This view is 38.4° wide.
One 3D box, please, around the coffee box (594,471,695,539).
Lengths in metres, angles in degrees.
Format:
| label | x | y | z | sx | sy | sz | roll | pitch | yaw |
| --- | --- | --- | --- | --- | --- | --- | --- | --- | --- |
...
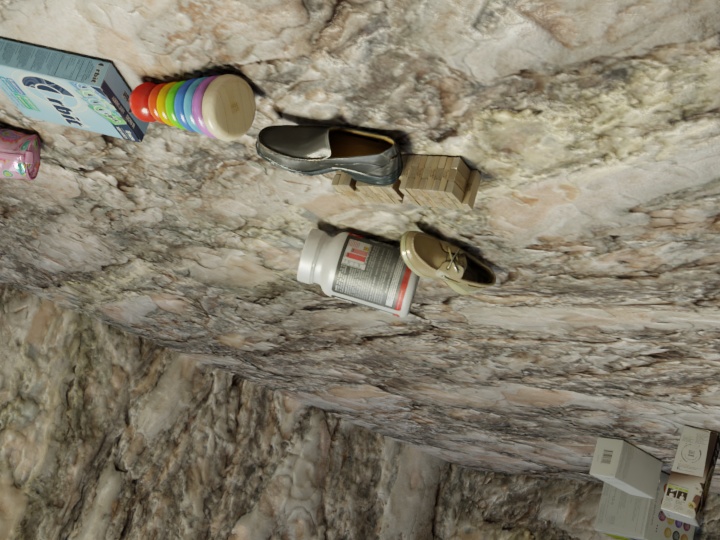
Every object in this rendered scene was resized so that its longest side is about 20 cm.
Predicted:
| label | x | y | z | sx | sy | sz | roll | pitch | yaw |
| --- | --- | --- | --- | --- | --- | --- | --- | --- | --- |
| coffee box | 0.835 | 0.696 | 3.005 | 0.198 | 0.200 | 0.200 | 25 | 162 | -25 |

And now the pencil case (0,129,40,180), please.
| label | x | y | z | sx | sy | sz | roll | pitch | yaw |
| --- | --- | --- | --- | --- | --- | --- | --- | --- | --- |
| pencil case | -0.655 | -0.208 | 1.784 | 0.200 | 0.087 | 0.087 | 9 | 164 | -2 |

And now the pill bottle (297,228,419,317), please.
| label | x | y | z | sx | sy | sz | roll | pitch | yaw |
| --- | --- | --- | --- | --- | --- | --- | --- | --- | --- |
| pill bottle | 0.000 | 0.000 | 1.767 | 0.200 | 0.116 | 0.116 | 17 | 164 | 4 |

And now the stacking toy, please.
| label | x | y | z | sx | sy | sz | roll | pitch | yaw |
| --- | --- | --- | --- | --- | --- | --- | --- | --- | --- |
| stacking toy | -0.236 | -0.223 | 1.376 | 0.200 | 0.085 | 0.085 | 13 | 164 | 38 |

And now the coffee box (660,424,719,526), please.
| label | x | y | z | sx | sy | sz | roll | pitch | yaw |
| --- | --- | --- | --- | --- | --- | --- | --- | --- | --- |
| coffee box | 0.751 | 0.465 | 2.347 | 0.080 | 0.200 | 0.113 | 13 | 164 | 27 |

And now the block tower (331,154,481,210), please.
| label | x | y | z | sx | sy | sz | roll | pitch | yaw |
| --- | --- | --- | --- | --- | --- | --- | --- | --- | --- |
| block tower | 0.061 | -0.123 | 1.414 | 0.200 | 0.054 | 0.058 | 7 | 161 | 31 |

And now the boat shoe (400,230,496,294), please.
| label | x | y | z | sx | sy | sz | roll | pitch | yaw |
| --- | --- | --- | --- | --- | --- | --- | --- | --- | --- |
| boat shoe | 0.142 | -0.015 | 1.662 | 0.065 | 0.072 | 0.200 | -10 | 151 | 41 |

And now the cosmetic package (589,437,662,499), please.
| label | x | y | z | sx | sy | sz | roll | pitch | yaw |
| --- | --- | --- | --- | --- | --- | --- | --- | --- | --- |
| cosmetic package | 0.710 | 0.526 | 2.754 | 0.200 | 0.108 | 0.085 | 32 | 158 | -36 |

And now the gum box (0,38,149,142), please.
| label | x | y | z | sx | sy | sz | roll | pitch | yaw |
| --- | --- | --- | --- | --- | --- | --- | --- | --- | --- |
| gum box | -0.426 | -0.260 | 1.493 | 0.200 | 0.045 | 0.170 | 15 | 163 | 13 |

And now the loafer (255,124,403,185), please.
| label | x | y | z | sx | sy | sz | roll | pitch | yaw |
| --- | --- | --- | --- | --- | --- | --- | --- | --- | --- |
| loafer | -0.041 | -0.167 | 1.367 | 0.200 | 0.073 | 0.072 | 7 | 154 | 3 |
